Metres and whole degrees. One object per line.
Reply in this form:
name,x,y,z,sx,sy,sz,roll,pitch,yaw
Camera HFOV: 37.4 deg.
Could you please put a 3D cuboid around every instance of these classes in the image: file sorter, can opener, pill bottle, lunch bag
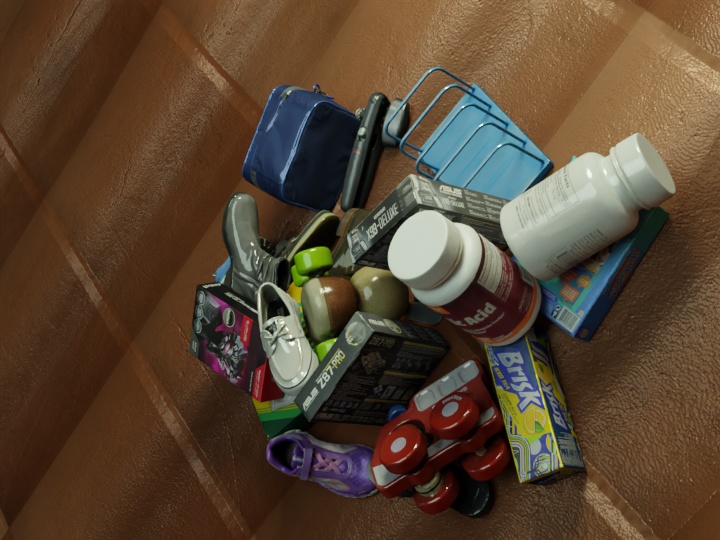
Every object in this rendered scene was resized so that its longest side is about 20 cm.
file sorter,0.148,-0.179,1.537,0.139,0.122,0.200,-50,51,18
can opener,0.010,-0.187,1.697,0.078,0.063,0.201,25,94,41
pill bottle,0.134,0.010,1.372,0.114,0.200,0.115,-26,48,33
lunch bag,-0.099,-0.209,1.748,0.132,0.136,0.201,25,94,41
pill bottle,0.285,-0.082,1.336,0.200,0.114,0.115,-33,58,28

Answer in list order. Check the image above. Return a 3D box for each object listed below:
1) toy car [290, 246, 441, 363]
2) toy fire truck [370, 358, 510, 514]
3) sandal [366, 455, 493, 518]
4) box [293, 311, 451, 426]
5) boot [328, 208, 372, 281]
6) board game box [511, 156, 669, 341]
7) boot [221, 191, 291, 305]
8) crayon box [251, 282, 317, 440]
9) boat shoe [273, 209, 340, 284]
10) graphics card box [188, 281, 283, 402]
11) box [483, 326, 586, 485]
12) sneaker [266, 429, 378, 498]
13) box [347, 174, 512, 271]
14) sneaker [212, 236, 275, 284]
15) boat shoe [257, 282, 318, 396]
toy car,0.014,0.043,1.572,0.199,0.158,0.165,-13,80,-9
toy fire truck,0.101,0.220,1.451,0.200,0.112,0.168,-34,27,8
sandal,0.093,0.286,1.489,0.199,0.043,0.076,8,69,35
box,0.020,0.145,1.502,0.161,0.200,0.049,-54,55,17
boot,0.000,0.000,1.646,0.097,0.075,0.201,5,79,44
board game box,0.294,-0.030,1.421,0.152,0.045,0.201,41,106,41
boot,-0.160,-0.024,1.717,0.131,0.070,0.201,10,104,47
crayon box,-0.108,0.144,1.708,0.172,0.058,0.201,-42,54,24
boat shoe,-0.110,-0.026,1.749,0.200,0.073,0.065,-52,56,17
graphics card box,-0.193,0.111,1.693,0.200,0.051,0.126,29,118,41
box,0.228,0.176,1.406,0.070,0.064,0.201,-28,60,31
sneaker,-0.059,0.288,1.592,0.199,0.088,0.081,10,81,27
box,0.106,-0.051,1.460,0.158,0.199,0.050,-44,46,44
sneaker,-0.212,0.037,1.828,0.089,0.078,0.201,11,79,53
boat shoe,-0.111,0.093,1.528,0.072,0.066,0.201,-28,41,14
